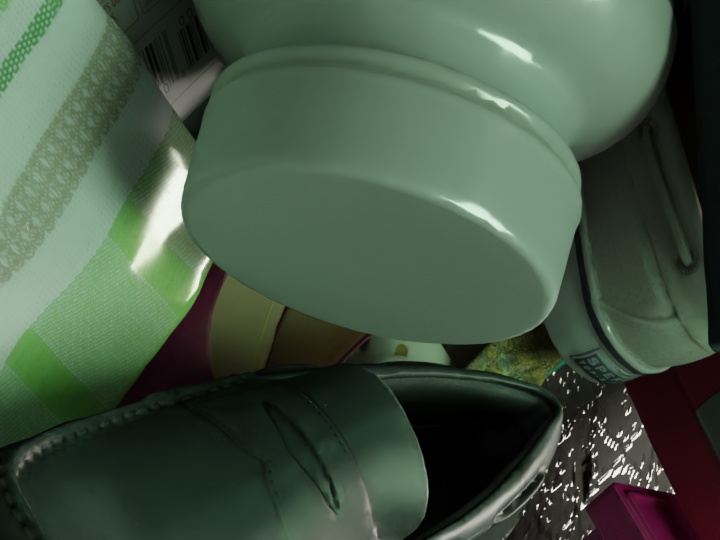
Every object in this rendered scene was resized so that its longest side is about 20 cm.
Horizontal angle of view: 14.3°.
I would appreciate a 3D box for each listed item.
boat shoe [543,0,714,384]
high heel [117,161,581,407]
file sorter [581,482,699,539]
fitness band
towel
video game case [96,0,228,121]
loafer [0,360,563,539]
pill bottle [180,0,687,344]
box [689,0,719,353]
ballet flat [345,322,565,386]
[{"bbox_3d":[0.085,-0.071,0.811,0.071,0.070,0.201,20,63,-49],"label":"boat shoe"},{"bbox_3d":[0.000,0.000,0.745,0.067,0.096,0.201,48,63,-47],"label":"high heel"},{"bbox_3d":[0.119,0.170,0.925,0.125,0.139,0.200,-42,151,21],"label":"file sorter"},{"bbox_3d":[0.141,0.066,0.920,0.037,0.201,0.143,-36,141,20],"label":"fitness band"},{"bbox_3d":[-0.100,-0.014,0.622,0.150,0.031,0.200,-59,143,-19],"label":"towel"},{"bbox_3d":[-0.106,-0.071,0.637,0.200,0.023,0.183,-47,137,-33],"label":"video game case"},{"bbox_3d":[-0.020,0.050,0.674,0.070,0.068,0.200,-44,158,25],"label":"loafer"},{"bbox_3d":[0.024,-0.091,0.694,0.120,0.119,0.201,47,52,-51],"label":"pill bottle"},{"bbox_3d":[0.156,-0.086,0.689,0.148,0.107,0.201,-8,95,-57],"label":"box"},{"bbox_3d":[0.025,0.020,0.828,0.200,0.070,0.071,-44,135,-36],"label":"ballet flat"}]
